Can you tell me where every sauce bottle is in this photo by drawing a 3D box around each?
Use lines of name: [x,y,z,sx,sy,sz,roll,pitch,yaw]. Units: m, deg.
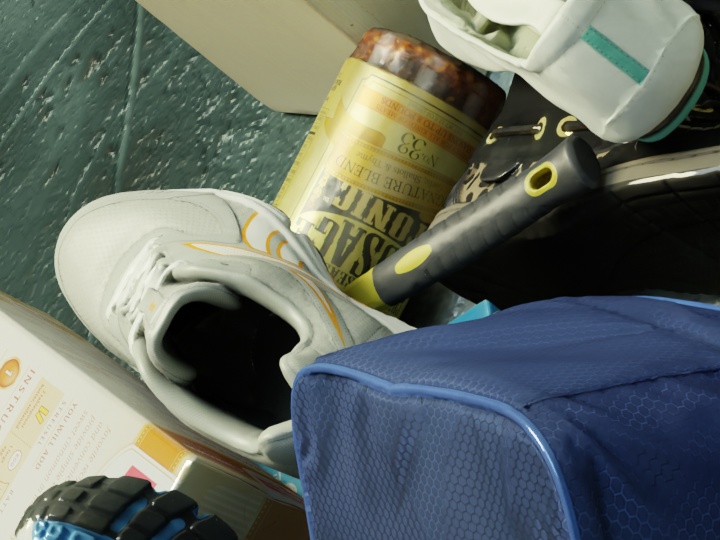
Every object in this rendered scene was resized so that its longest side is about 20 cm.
sauce bottle: [-0.014,0.008,1.036,0.066,0.066,0.201,23,88,55]

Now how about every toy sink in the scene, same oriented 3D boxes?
toy sink: [-0.039,-0.159,1.097,0.130,0.200,0.112,8,66,53]

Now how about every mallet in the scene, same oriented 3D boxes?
mallet: [0.000,0.000,0.949,0.200,0.041,0.066,-40,60,30]

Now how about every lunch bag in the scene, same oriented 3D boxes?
lunch bag: [0.082,0.079,0.761,0.200,0.132,0.136,13,114,63]

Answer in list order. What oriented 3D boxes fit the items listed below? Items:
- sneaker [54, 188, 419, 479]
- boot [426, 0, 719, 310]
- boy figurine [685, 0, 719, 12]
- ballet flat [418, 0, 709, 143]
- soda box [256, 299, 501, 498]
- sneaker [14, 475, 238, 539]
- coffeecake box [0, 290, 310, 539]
sneaker: [-0.049,0.014,0.902,0.200,0.092,0.076,27,94,44]
boot: [0.114,-0.067,0.953,0.200,0.073,0.151,-15,49,49]
boy figurine: [0.180,-0.054,0.713,0.200,0.064,0.125,32,102,21]
ballet flat: [0.053,-0.099,0.936,0.069,0.069,0.200,-50,27,3]
soda box: [-0.009,0.097,0.951,0.200,0.064,0.068,-34,39,25]
sneaker: [-0.044,0.151,0.840,0.087,0.200,0.075,-30,14,44]
coffeecake box: [-0.121,0.103,0.944,0.200,0.073,0.154,31,92,49]
